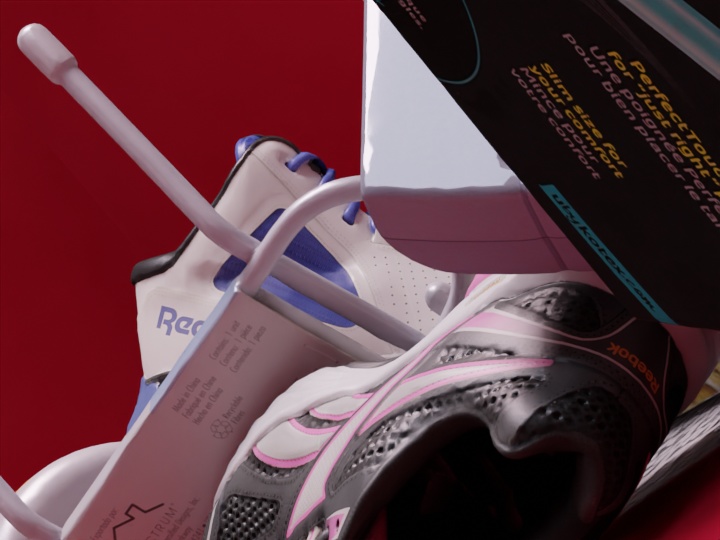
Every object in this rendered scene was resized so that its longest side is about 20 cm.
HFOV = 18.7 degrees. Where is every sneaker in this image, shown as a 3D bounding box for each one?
[{"bbox_3d":[0.008,0.065,0.568,0.200,0.080,0.087,-50,5,40],"label":"sneaker"},{"bbox_3d":[-0.001,0.000,0.819,0.197,0.116,0.081,-12,-12,0],"label":"sneaker"}]

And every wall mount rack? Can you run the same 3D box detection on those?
[{"bbox_3d":[-0.060,0.029,0.664,0.201,0.173,0.075,-54,16,19],"label":"wall mount rack"}]

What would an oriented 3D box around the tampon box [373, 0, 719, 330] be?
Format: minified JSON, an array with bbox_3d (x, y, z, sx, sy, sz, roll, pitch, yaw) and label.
[{"bbox_3d":[0.082,-0.082,0.340,0.126,0.150,0.200,-42,12,-12],"label":"tampon box"}]

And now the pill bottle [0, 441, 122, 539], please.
[{"bbox_3d":[-0.109,0.145,0.787,0.113,0.113,0.200,-40,-2,-36],"label":"pill bottle"}]

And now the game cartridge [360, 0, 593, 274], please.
[{"bbox_3d":[0.095,-0.068,0.510,0.198,0.041,0.134,-14,45,19],"label":"game cartridge"}]

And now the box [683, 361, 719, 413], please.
[{"bbox_3d":[0.100,0.005,0.589,0.039,0.042,0.200,-42,0,-29],"label":"box"}]

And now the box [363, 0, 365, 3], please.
[{"bbox_3d":[0.107,-0.104,0.868,0.105,0.200,0.184,-39,-1,-17],"label":"box"}]
